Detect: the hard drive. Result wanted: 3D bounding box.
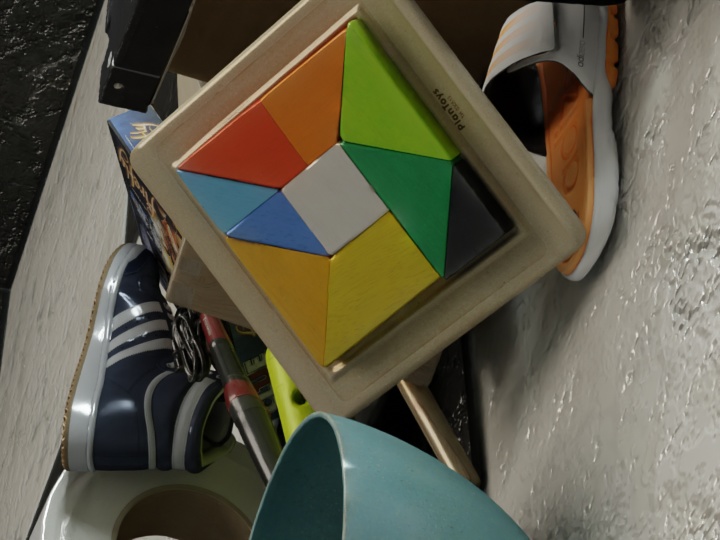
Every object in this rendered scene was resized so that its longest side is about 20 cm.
[{"bbox_3d":[-0.113,-0.208,1.318,0.200,0.038,0.140,119,157,-50],"label":"hard drive"}]

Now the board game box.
[{"bbox_3d":[-0.108,-0.005,1.493,0.200,0.035,0.136,52,161,46],"label":"board game box"}]

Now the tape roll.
[{"bbox_3d":[-0.122,0.204,1.464,0.071,0.202,0.203,119,159,-48],"label":"tape roll"}]

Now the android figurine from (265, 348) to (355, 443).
[{"bbox_3d":[-0.025,0.092,1.359,0.182,0.041,0.201,73,-177,-69],"label":"android figurine"}]

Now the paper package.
[{"bbox_3d":[-0.008,-0.187,1.373,0.191,0.199,0.104,123,155,-53],"label":"paper package"}]

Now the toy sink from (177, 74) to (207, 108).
[{"bbox_3d":[-0.056,-0.088,1.512,0.200,0.112,0.131,96,157,-64],"label":"toy sink"}]

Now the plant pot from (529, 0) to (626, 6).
[{"bbox_3d":[0.090,-0.234,1.090,0.199,0.199,0.178,156,114,-72],"label":"plant pot"}]

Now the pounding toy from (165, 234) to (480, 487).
[{"bbox_3d":[0.000,0.000,1.265,0.184,0.199,0.143,-73,2,-68],"label":"pounding toy"}]

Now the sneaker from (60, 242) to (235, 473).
[{"bbox_3d":[-0.130,0.061,1.482,0.200,0.108,0.070,-81,-6,-48],"label":"sneaker"}]

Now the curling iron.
[{"bbox_3d":[-0.072,0.090,1.358,0.200,0.025,0.050,54,138,44],"label":"curling iron"}]

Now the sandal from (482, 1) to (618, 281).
[{"bbox_3d":[0.097,-0.089,1.159,0.079,0.059,0.207,120,158,-46],"label":"sandal"}]

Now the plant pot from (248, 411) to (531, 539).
[{"bbox_3d":[0.023,0.180,1.050,0.200,0.134,0.201,-166,90,-76],"label":"plant pot"}]

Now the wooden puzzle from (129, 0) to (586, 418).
[{"bbox_3d":[-0.009,-0.036,1.131,0.200,0.185,0.037,-38,-2,32],"label":"wooden puzzle"}]

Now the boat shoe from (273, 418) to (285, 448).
[{"bbox_3d":[-0.024,0.068,1.506,0.201,0.070,0.072,-53,53,55],"label":"boat shoe"}]
